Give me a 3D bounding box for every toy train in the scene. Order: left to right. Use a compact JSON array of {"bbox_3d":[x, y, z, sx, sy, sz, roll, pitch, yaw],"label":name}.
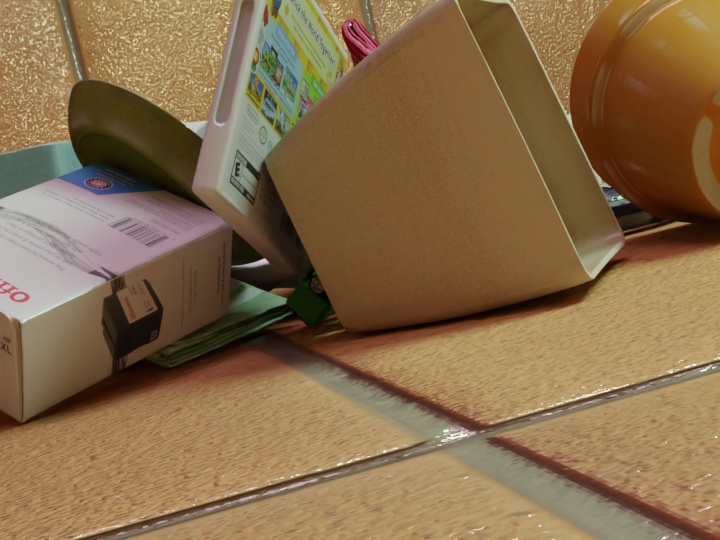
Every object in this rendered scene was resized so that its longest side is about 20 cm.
[{"bbox_3d":[0.000,0.000,1.178,0.056,0.042,0.200,-53,-11,24],"label":"toy train"}]

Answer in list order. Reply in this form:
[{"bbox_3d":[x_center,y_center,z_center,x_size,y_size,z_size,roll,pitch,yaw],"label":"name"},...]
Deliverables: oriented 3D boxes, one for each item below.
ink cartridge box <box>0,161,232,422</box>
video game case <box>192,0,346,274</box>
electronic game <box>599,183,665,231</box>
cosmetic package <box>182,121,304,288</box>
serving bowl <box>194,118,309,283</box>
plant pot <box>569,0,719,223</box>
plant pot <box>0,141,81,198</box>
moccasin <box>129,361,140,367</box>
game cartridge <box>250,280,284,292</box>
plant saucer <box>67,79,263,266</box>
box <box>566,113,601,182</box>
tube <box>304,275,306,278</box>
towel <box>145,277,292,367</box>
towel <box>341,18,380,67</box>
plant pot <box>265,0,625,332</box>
[{"bbox_3d":[-0.210,0.008,1.029,0.145,0.084,0.200,25,34,31],"label":"ink cartridge box"},{"bbox_3d":[-0.060,-0.110,1.033,0.023,0.183,0.200,8,-13,16],"label":"video game case"},{"bbox_3d":[0.222,-0.059,1.333,0.199,0.042,0.200,-13,5,1],"label":"electronic game"},{"bbox_3d":[-0.118,-0.067,1.416,0.150,0.052,0.201,-2,46,11],"label":"cosmetic package"},{"bbox_3d":[-0.070,-0.066,1.265,0.199,0.201,0.066,-12,-37,17],"label":"serving bowl"},{"bbox_3d":[0.278,-0.118,1.099,0.199,0.201,0.183,-13,20,-3],"label":"plant pot"},{"bbox_3d":[-0.365,-0.016,1.513,0.195,0.201,0.196,-12,4,1],"label":"plant pot"},{"bbox_3d":[-0.208,0.036,1.201,0.080,0.069,0.200,-1,25,-15],"label":"moccasin"},{"bbox_3d":[-0.112,-0.033,1.323,0.200,0.041,0.133,-39,48,-18],"label":"game cartridge"},{"bbox_3d":[-0.154,-0.066,1.126,0.031,0.200,0.200,-52,21,-21],"label":"plant saucer"},{"bbox_3d":[0.197,-0.130,1.871,0.152,0.107,0.200,-10,6,35],"label":"box"},{"bbox_3d":[0.004,-0.011,1.364,0.200,0.052,0.058,-3,41,49],"label":"tube"},{"bbox_3d":[-0.174,0.014,1.146,0.199,0.024,0.152,22,28,31],"label":"towel"},{"bbox_3d":[0.038,-0.102,1.216,0.022,0.200,0.145,-29,50,-10],"label":"towel"},{"bbox_3d":[0.053,-0.061,1.014,0.177,0.200,0.200,-26,0,18],"label":"plant pot"}]
